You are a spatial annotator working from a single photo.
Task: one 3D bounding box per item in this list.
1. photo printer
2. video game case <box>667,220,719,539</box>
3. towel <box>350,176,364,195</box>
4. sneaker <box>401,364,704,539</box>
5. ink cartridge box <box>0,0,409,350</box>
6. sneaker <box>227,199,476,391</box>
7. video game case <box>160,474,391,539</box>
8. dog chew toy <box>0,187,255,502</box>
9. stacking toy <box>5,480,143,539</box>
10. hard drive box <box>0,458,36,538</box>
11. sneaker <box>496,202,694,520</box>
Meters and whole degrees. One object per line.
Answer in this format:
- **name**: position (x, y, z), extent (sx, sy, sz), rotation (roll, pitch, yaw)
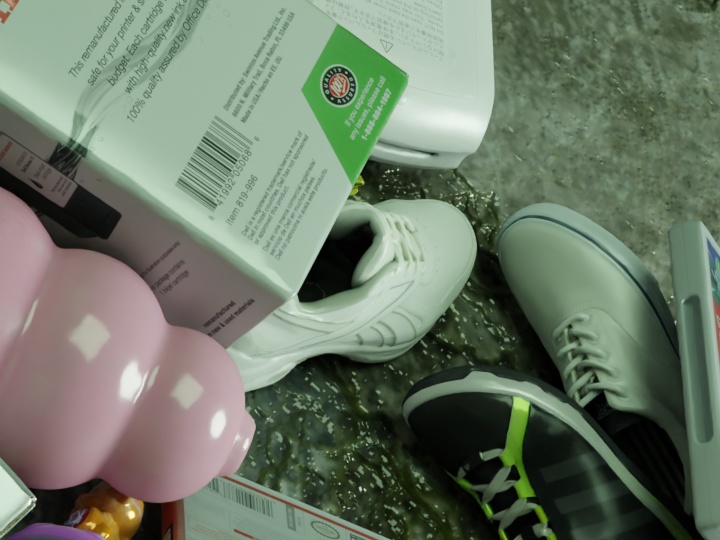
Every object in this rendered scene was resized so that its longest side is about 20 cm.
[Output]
- **photo printer**: position (-0.006, -0.152, 1.455), extent (0.166, 0.069, 0.200), rotation (19, 51, -27)
- **video game case**: position (0.211, 0.099, 1.409), extent (0.200, 0.023, 0.182), rotation (49, 32, -47)
- **towel**: position (-0.093, -0.067, 1.265), extent (0.200, 0.018, 0.086), rotation (-7, 79, -32)
- **sneaker**: position (0.102, 0.127, 1.340), extent (0.200, 0.072, 0.083), rotation (37, 46, -11)
- **ink cartridge box**: position (-0.099, -0.081, 1.206), extent (0.200, 0.083, 0.147), rotation (37, 55, -12)
- **sneaker**: position (0.000, 0.000, 1.330), extent (0.200, 0.099, 0.078), rotation (-23, 76, -45)
- **video game case**: position (-0.022, 0.162, 1.191), extent (0.143, 0.017, 0.200), rotation (25, 22, -17)
- **dog chew toy**: position (-0.141, 0.037, 1.162), extent (0.200, 0.125, 0.125), rotation (24, 47, -7)
- **stacking toy**: position (-0.129, 0.150, 1.136), extent (0.110, 0.116, 0.200), rotation (38, 33, -13)
- **hard drive box**: position (-0.252, 0.103, 1.028), extent (0.200, 0.077, 0.156), rotation (-42, 92, -25)
- **sneaker**: position (0.135, 0.053, 1.413), extent (0.200, 0.073, 0.071), rotation (54, 32, 5)
